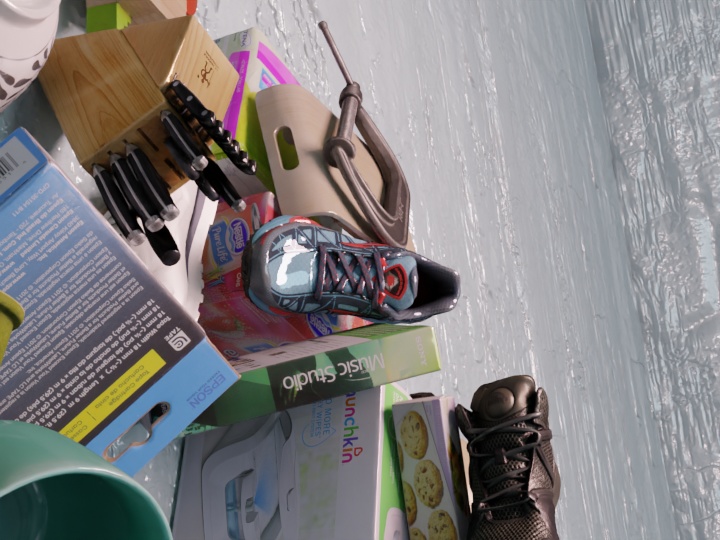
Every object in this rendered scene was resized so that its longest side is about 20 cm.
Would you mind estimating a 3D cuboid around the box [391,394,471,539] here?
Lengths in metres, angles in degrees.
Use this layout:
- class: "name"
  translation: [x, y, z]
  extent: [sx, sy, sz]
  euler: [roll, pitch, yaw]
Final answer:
- class: "box"
  translation: [0.060, 0.192, 0.834]
  extent: [0.039, 0.041, 0.200]
  euler: [7, 75, -69]

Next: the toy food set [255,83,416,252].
- class: "toy food set"
  translation: [-0.019, -0.060, 1.014]
  extent: [0.200, 0.060, 0.144]
  euler: [36, 31, -49]

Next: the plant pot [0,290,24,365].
- class: "plant pot"
  translation: [-0.257, 0.091, 0.457]
  extent: [0.200, 0.200, 0.193]
  euler: [32, 62, -59]

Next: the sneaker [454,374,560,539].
- class: "sneaker"
  translation: [0.100, 0.147, 0.804]
  extent: [0.199, 0.076, 0.114]
  euler: [-54, 130, -68]

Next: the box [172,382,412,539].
- class: "box"
  translation: [-0.044, 0.198, 0.867]
  extent: [0.097, 0.176, 0.200]
  euler: [49, 38, -49]

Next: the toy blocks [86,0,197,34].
- class: "toy blocks"
  translation: [-0.170, -0.254, 0.931]
  extent: [0.137, 0.100, 0.200]
  euler: [46, 38, -69]

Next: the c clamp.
- class: "c clamp"
  translation: [-0.002, -0.110, 1.003]
  extent: [0.171, 0.027, 0.200]
  euler: [57, 18, -28]

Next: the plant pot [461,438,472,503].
- class: "plant pot"
  translation: [0.076, 0.239, 1.060]
  extent: [0.200, 0.134, 0.201]
  euler: [-173, -90, -86]

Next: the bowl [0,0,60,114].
- class: "bowl"
  translation: [-0.247, -0.186, 0.701]
  extent: [0.201, 0.094, 0.201]
  euler: [44, 40, -52]

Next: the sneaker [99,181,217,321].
- class: "sneaker"
  translation: [-0.164, -0.010, 0.848]
  extent: [0.080, 0.076, 0.200]
  euler: [38, 39, -40]

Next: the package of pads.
- class: "package of pads"
  translation: [-0.080, -0.101, 1.065]
  extent: [0.200, 0.068, 0.155]
  euler: [50, 36, -46]

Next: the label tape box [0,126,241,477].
- class: "label tape box"
  translation: [-0.185, 0.039, 0.671]
  extent: [0.063, 0.144, 0.200]
  euler: [38, -13, 48]

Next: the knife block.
- class: "knife block"
  translation: [-0.158, -0.080, 0.755]
  extent: [0.064, 0.200, 0.176]
  euler: [52, 46, -46]

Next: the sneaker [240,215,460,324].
- class: "sneaker"
  translation: [0.000, 0.000, 0.884]
  extent: [0.200, 0.095, 0.079]
  euler: [7, 85, -44]

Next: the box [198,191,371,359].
- class: "box"
  translation: [-0.074, 0.033, 0.981]
  extent: [0.200, 0.095, 0.103]
  euler: [49, 38, -48]

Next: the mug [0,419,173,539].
- class: "mug"
  translation: [-0.204, 0.161, 0.590]
  extent: [0.185, 0.114, 0.152]
  euler: [-20, 116, -38]

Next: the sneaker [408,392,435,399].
- class: "sneaker"
  translation: [0.043, 0.200, 0.939]
  extent: [0.089, 0.077, 0.200]
  euler: [42, 49, -48]

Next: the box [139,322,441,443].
- class: "box"
  translation: [-0.058, 0.076, 0.812]
  extent: [0.144, 0.200, 0.036]
  euler: [173, -97, -75]
